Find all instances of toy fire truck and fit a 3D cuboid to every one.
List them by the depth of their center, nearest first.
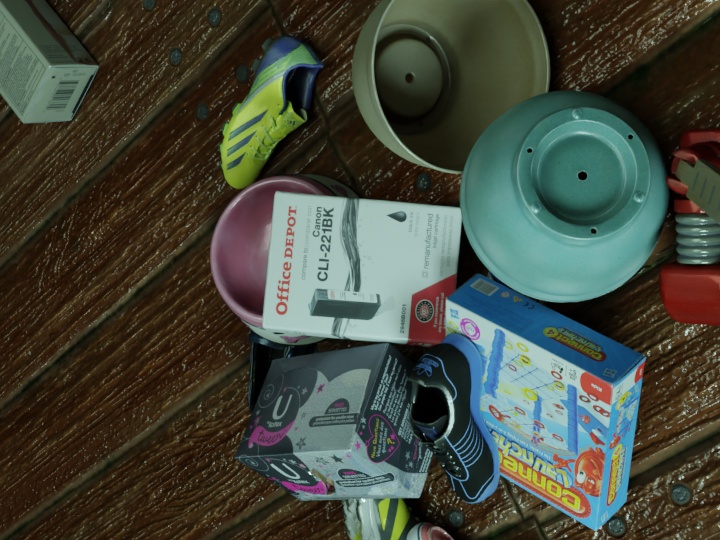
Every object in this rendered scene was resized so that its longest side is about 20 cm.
[{"bbox_3d":[0.308,-0.034,1.159,0.128,0.199,0.177,3,98,38],"label":"toy fire truck"}]

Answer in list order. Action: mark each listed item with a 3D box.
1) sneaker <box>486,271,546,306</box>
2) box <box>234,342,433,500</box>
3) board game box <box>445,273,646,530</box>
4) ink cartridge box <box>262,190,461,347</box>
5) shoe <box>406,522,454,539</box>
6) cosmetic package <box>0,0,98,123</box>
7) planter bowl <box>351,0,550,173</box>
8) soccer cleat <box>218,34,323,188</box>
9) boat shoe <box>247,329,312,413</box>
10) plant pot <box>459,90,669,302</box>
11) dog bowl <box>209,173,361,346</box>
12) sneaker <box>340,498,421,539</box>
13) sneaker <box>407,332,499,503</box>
[{"bbox_3d":[0.152,0.001,1.360,0.075,0.088,0.201,31,115,29],"label":"sneaker"},{"bbox_3d":[-0.021,0.169,1.449,0.199,0.115,0.133,-13,48,48],"label":"box"},{"bbox_3d":[0.176,0.130,1.331,0.199,0.056,0.197,27,136,33],"label":"board game box"},{"bbox_3d":[0.000,0.000,1.401,0.199,0.084,0.145,5,85,0],"label":"ink cartridge box"},{"bbox_3d":[0.137,0.341,1.430,0.091,0.071,0.201,-44,75,32],"label":"shoe"},{"bbox_3d":[-0.454,-0.302,1.800,0.200,0.087,0.104,50,124,21],"label":"cosmetic package"},{"bbox_3d":[0.072,-0.199,1.349,0.135,0.199,0.202,-171,77,-64],"label":"planter bowl"},{"bbox_3d":[-0.104,-0.175,1.555,0.084,0.065,0.201,37,117,26],"label":"soccer cleat"},{"bbox_3d":[-0.094,0.081,1.576,0.084,0.068,0.202,6,99,37],"label":"boat shoe"},{"bbox_3d":[0.195,-0.078,1.226,0.199,0.134,0.202,0,83,0],"label":"plant pot"},{"bbox_3d":[-0.081,-0.018,1.508,0.199,0.074,0.202,-4,79,22],"label":"dog bowl"},{"bbox_3d":[0.029,0.283,1.509,0.074,0.084,0.201,131,138,-60],"label":"sneaker"},{"bbox_3d":[0.087,0.163,1.343,0.070,0.078,0.201,15,129,41],"label":"sneaker"}]
